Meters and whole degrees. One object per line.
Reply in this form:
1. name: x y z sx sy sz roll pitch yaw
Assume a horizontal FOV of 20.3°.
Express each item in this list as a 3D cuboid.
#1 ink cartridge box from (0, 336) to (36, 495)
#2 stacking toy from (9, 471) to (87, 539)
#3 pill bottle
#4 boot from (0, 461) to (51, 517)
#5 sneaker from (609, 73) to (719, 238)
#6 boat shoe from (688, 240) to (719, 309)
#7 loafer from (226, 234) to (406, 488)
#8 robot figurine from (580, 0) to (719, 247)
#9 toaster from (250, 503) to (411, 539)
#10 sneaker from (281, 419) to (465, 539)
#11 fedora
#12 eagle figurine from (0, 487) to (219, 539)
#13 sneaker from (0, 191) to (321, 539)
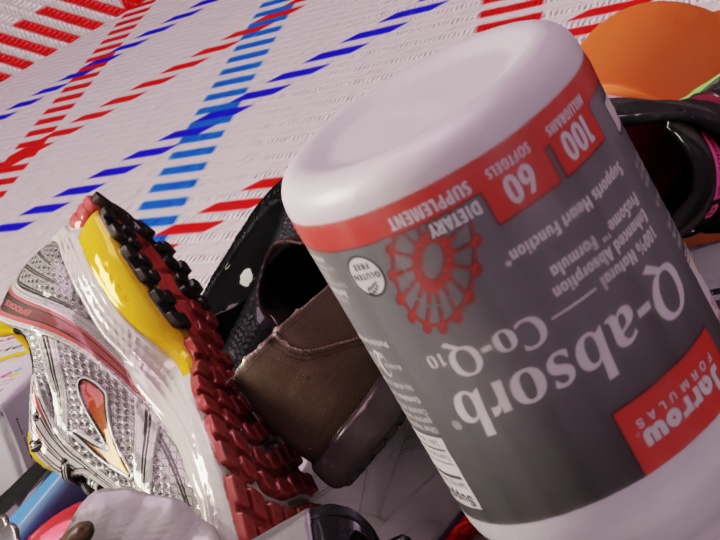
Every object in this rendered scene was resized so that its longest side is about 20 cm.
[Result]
1. ink cartridge box: -0.217 0.100 1.105 0.144 0.085 0.200 -16 10 11
2. stacking toy: -0.070 0.159 0.767 0.116 0.110 0.200 -50 32 -9
3. pill bottle: 0.067 0.025 0.704 0.115 0.201 0.116 -28 17 9
4. boot: -0.237 0.125 0.971 0.199 0.066 0.165 17 57 25
5. sneaker: 0.133 -0.038 0.800 0.198 0.077 0.084 -9 23 -17
6. boat shoe: 0.125 0.030 0.824 0.199 0.071 0.072 -16 -1 -18
7. loafer: 0.000 0.000 0.804 0.073 0.071 0.200 -51 9 30
8. robot figurine: 0.132 -0.051 0.958 0.200 0.143 0.117 -51 -13 -48
9. toaster: -0.006 0.163 0.450 0.118 0.201 0.181 -26 17 0
10. sneaker: 0.013 0.068 0.842 0.200 0.099 0.075 -46 -9 -42
11. fedora: -0.035 0.051 0.936 0.201 0.091 0.201 -59 12 20
12. eagle figurine: -0.150 0.154 0.705 0.200 0.150 0.152 -52 17 48
13. sneaker: -0.078 0.067 0.773 0.082 0.078 0.201 -39 56 11
